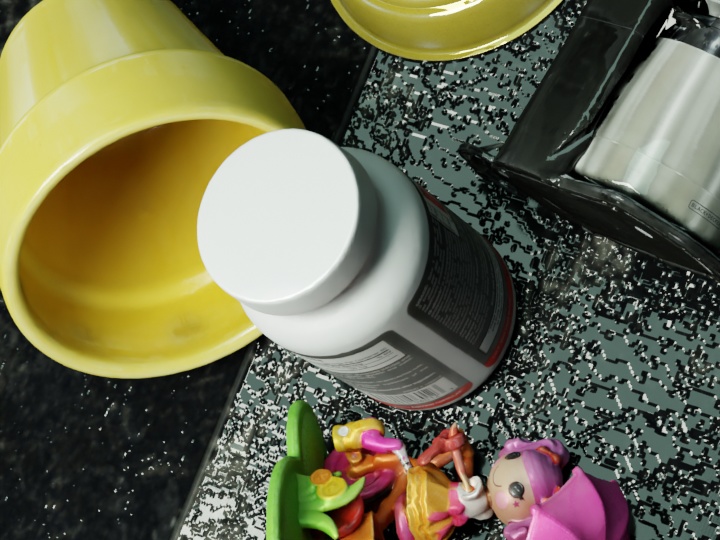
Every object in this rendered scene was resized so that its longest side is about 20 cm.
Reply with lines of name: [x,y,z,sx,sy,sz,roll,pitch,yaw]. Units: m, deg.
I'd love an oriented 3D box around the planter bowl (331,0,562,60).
planter bowl: [0.046,-0.236,1.256,0.199,0.083,0.202,-8,70,24]

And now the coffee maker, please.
coffee maker: [0.164,-0.120,1.128,0.192,0.135,0.201,27,86,32]

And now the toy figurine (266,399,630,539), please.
toy figurine: [0.056,0.142,1.122,0.183,0.151,0.201,-10,44,9]

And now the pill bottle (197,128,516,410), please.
pill bottle: [0.000,0.000,1.131,0.115,0.200,0.117,-9,69,24]

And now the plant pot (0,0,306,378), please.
plant pot: [-0.138,-0.071,1.240,0.200,0.201,0.189,-38,46,11]
